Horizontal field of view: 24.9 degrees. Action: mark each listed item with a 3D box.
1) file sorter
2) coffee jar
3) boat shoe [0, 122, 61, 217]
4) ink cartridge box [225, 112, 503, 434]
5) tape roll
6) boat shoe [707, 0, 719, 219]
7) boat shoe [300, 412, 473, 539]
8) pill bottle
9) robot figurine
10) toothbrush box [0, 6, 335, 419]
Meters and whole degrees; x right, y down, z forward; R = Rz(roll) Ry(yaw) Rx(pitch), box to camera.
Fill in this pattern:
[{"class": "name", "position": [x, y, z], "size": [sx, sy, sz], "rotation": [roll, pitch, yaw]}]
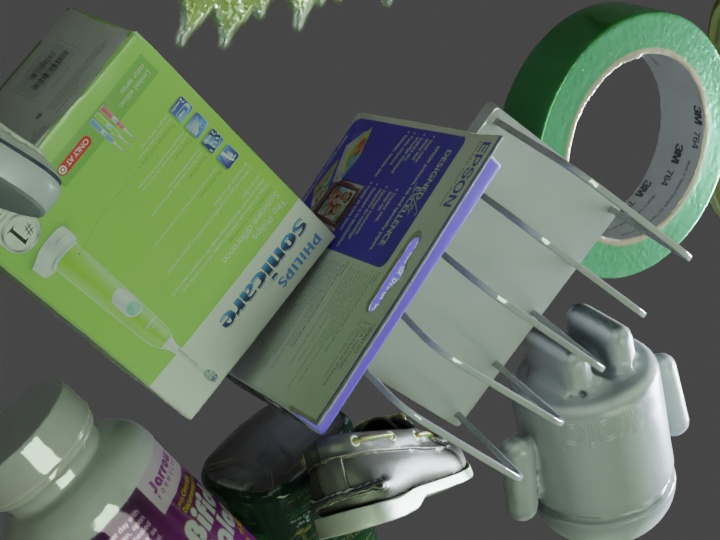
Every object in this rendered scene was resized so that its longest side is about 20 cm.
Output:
[{"class": "file sorter", "position": [0.099, 0.020, 1.091], "size": [0.139, 0.125, 0.200], "rotation": [33, 96, -32]}, {"class": "coffee jar", "position": [-0.034, 0.195, 1.114], "size": [0.104, 0.085, 0.200], "rotation": [-40, 128, -38]}, {"class": "boat shoe", "position": [-0.229, -0.109, 0.828], "size": [0.202, 0.075, 0.086], "rotation": [31, 72, -4]}, {"class": "ink cartridge box", "position": [0.000, 0.000, 0.996], "size": [0.043, 0.200, 0.198], "rotation": [36, 83, -24]}, {"class": "tape roll", "position": [0.190, -0.096, 1.209], "size": [0.200, 0.048, 0.201], "rotation": [-15, 116, -33]}, {"class": "boat shoe", "position": [0.311, -0.123, 1.282], "size": [0.073, 0.063, 0.200], "rotation": [-24, 120, -30]}, {"class": "boat shoe", "position": [0.019, 0.121, 1.035], "size": [0.202, 0.072, 0.060], "rotation": [-7, 78, -70]}, {"class": "pill bottle", "position": [-0.144, 0.161, 0.987], "size": [0.112, 0.112, 0.200], "rotation": [-47, 113, -14]}, {"class": "robot figurine", "position": [0.177, 0.126, 1.238], "size": [0.170, 0.113, 0.200], "rotation": [-25, 120, -17]}, {"class": "toothbrush box", "position": [-0.134, -0.031, 0.955], "size": [0.146, 0.086, 0.200], "rotation": [-53, 129, -9]}]
